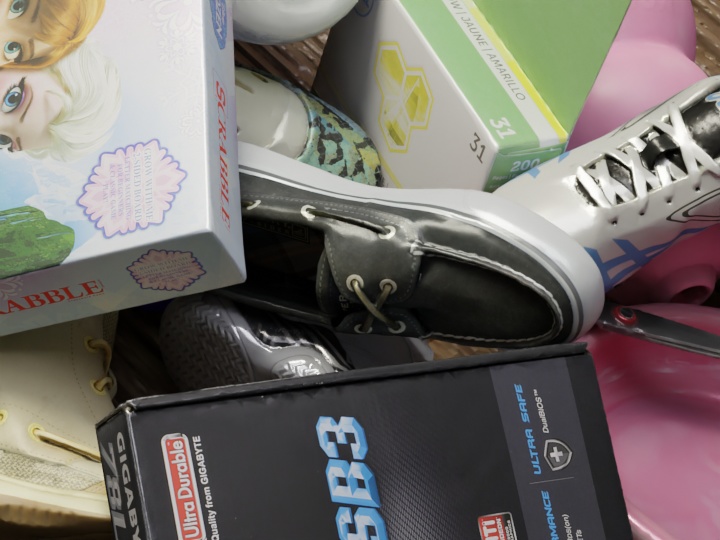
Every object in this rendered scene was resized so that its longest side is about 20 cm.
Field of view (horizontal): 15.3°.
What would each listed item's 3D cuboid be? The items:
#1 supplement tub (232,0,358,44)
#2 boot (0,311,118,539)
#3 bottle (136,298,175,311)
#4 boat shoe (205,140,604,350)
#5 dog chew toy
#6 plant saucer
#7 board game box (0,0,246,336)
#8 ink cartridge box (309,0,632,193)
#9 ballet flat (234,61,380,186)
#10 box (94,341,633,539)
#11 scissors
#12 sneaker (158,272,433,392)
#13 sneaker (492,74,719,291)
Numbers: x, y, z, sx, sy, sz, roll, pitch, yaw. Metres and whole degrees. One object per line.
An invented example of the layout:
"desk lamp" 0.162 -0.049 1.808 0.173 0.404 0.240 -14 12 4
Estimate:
"supplement tub" -0.089 -0.177 1.244 0.122 0.123 0.200 -22 26 -34
"boot" -0.104 0.059 1.086 0.199 0.073 0.156 11 48 1
"bottle" -0.160 -0.048 1.178 0.199 0.065 0.084 20 42 1
"boat shoe" 0.000 0.000 1.083 0.199 0.069 0.057 15 41 25
"dog chew toy" 0.116 -0.068 1.257 0.124 0.125 0.201 -7 57 -24
"plant saucer" 0.165 0.094 1.138 0.200 0.051 0.201 15 33 -10
"board game box" -0.148 -0.067 1.085 0.199 0.041 0.201 -13 56 12
"ink cartridge box" 0.047 -0.104 1.204 0.048 0.200 0.146 -11 50 -28
"ballet flat" -0.087 -0.075 1.223 0.199 0.074 0.074 17 44 4
"box" 0.013 0.137 1.007 0.198 0.050 0.201 -5 77 -25
"scissors" 0.100 0.023 1.149 0.199 0.014 0.073 26 36 -3
"sneaker" 0.022 0.047 1.137 0.200 0.075 0.115 32 48 18
"sneaker" 0.132 -0.045 1.149 0.199 0.073 0.072 -22 57 -19
